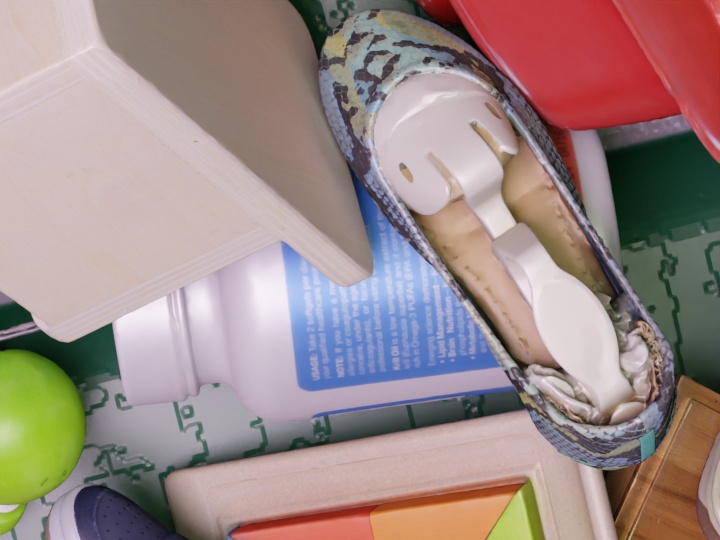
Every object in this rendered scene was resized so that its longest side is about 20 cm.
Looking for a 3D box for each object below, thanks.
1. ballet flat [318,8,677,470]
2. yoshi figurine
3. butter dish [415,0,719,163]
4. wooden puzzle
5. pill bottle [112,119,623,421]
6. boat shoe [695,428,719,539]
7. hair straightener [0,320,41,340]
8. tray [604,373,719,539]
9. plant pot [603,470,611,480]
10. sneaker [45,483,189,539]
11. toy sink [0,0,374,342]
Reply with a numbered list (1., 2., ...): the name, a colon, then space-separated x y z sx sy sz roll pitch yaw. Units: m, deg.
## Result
1. ballet flat: 0.054 -0.017 1.035 0.074 0.074 0.200 -37 86 2
2. yoshi figurine: -0.162 0.013 1.121 0.112 0.112 0.201 -18 100 -7
3. butter dish: 0.081 -0.140 1.093 0.147 0.200 0.200 -23 108 34
4. wooden puzzle: 0.020 0.159 1.134 0.199 0.037 0.186 -10 97 27
5. pill bottle: 0.000 0.000 1.122 0.199 0.112 0.113 -7 96 -3
6. boat shoe: 0.198 0.022 1.117 0.074 0.075 0.203 23 68 -11
7. hair straightener: -0.095 -0.041 1.084 0.200 0.077 0.041 -47 129 -33
8. tray: 0.191 0.131 1.160 0.199 0.037 0.099 27 83 -12
9. plant pot: 0.102 0.163 1.186 0.199 0.027 0.201 0 97 -3
10. sneaker: -0.026 0.143 1.093 0.108 0.070 0.200 -38 94 28
11. toy sink: -0.098 -0.063 1.003 0.112 0.200 0.131 -26 58 17
